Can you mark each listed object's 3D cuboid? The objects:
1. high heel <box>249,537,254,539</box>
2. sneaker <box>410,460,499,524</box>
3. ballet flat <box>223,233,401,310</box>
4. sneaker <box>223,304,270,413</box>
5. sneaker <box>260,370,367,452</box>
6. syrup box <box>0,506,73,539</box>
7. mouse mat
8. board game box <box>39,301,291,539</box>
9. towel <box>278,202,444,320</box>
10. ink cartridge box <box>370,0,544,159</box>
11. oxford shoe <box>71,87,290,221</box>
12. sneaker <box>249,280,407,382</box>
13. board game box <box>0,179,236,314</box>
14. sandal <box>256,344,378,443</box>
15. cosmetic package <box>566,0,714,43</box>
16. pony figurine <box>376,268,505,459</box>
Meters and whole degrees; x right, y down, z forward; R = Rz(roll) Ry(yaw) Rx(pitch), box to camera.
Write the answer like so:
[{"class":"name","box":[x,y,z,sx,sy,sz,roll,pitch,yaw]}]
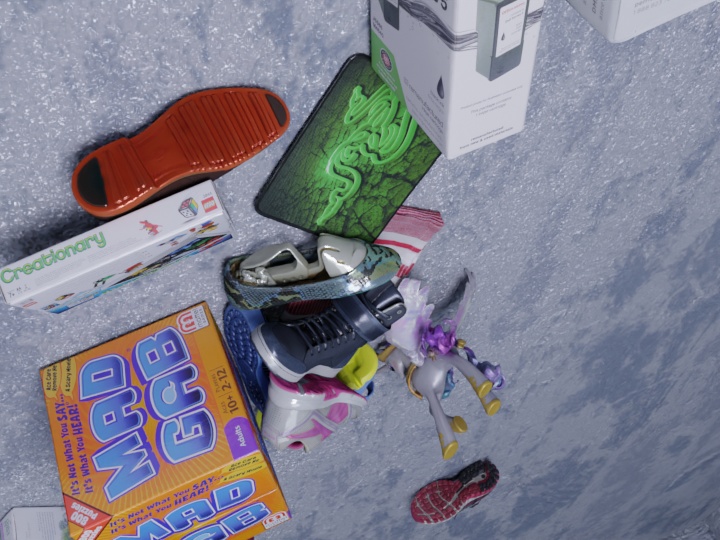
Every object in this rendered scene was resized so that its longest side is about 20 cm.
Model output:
[{"class":"high heel","box":[-0.229,0.392,1.195,0.067,0.097,0.200,-37,143,12]},{"class":"sneaker","box":[0.196,0.465,1.581,0.197,0.081,0.075,-21,146,-11]},{"class":"ballet flat","box":[-0.055,-0.004,0.836,0.197,0.075,0.075,-14,144,1]},{"class":"sneaker","box":[-0.111,0.097,0.954,0.078,0.070,0.202,-38,143,-28]},{"class":"sneaker","box":[-0.063,0.170,0.939,0.199,0.081,0.089,19,98,-60]},{"class":"syrup box","box":[-0.404,0.387,1.087,0.198,0.079,0.082,14,127,-43]},{"class":"mouse mat","box":[0.000,-0.111,0.798,0.159,0.008,0.201,18,121,-36]},{"class":"board game box","box":[-0.216,0.202,0.885,0.197,0.201,0.201,-22,145,-10]},{"class":"towel","box":[0.000,0.000,0.939,0.142,0.023,0.201,4,133,-36]},{"class":"ink cartridge box","box":[0.072,-0.218,0.615,0.083,0.146,0.201,-22,143,-15]},{"class":"oxford shoe","box":[-0.156,-0.103,0.691,0.198,0.072,0.073,-24,172,-11]},{"class":"sneaker","box":[-0.030,0.055,0.872,0.146,0.077,0.202,-41,163,13]},{"class":"board game box","box":[-0.215,-0.017,0.715,0.198,0.035,0.126,-24,176,-7]},{"class":"sandal","box":[-0.053,0.182,1.080,0.198,0.080,0.087,-29,148,3]},{"class":"cosmetic package","box":[0.200,-0.307,0.549,0.163,0.201,0.166,-22,143,-8]},{"class":"pony figurine","box":[0.101,0.111,1.018,0.165,0.200,0.195,1,123,-41]}]
